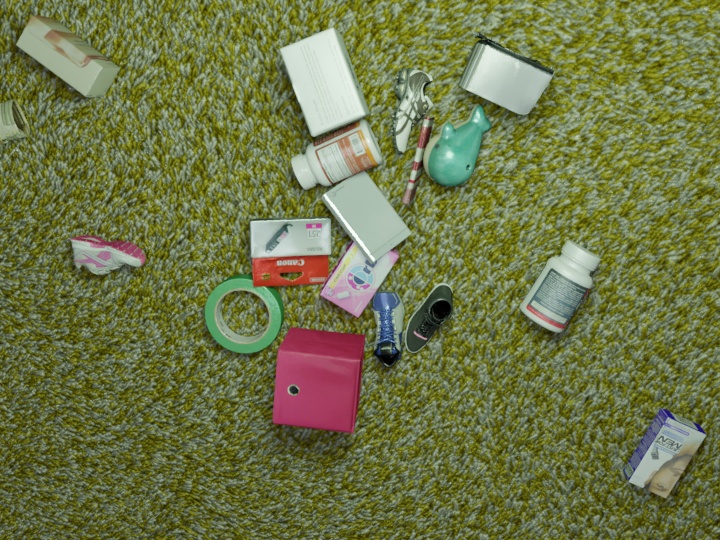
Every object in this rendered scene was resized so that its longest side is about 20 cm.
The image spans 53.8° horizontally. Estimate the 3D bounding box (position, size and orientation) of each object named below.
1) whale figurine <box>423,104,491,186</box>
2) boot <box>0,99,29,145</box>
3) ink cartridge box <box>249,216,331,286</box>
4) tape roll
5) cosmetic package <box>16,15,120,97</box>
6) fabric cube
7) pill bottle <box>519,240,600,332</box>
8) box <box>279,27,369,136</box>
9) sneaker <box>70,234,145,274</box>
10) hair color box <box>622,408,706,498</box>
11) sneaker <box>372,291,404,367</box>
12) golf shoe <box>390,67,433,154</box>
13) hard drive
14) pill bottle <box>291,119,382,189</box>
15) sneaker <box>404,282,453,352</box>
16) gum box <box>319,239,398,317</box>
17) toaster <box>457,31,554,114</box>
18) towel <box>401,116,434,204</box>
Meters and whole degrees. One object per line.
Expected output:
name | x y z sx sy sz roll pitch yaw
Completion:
whale figurine | 0.238 -0.282 1.638 0.200 0.104 0.159 -48 136 -4
boot | -0.905 -0.319 1.777 0.154 0.072 0.201 -8 102 5
ink cartridge box | -0.172 -0.043 1.758 0.199 0.044 0.174 -3 103 -10
tape roll | -0.298 0.112 1.831 0.200 0.048 0.201 1 103 6
cosmetic package | -0.694 -0.509 1.693 0.200 0.103 0.087 37 105 -5
fabric cube | -0.099 0.269 1.771 0.199 0.200 0.197 7 103 3
pill bottle | 0.482 0.036 1.699 0.119 0.120 0.200 29 105 -2
box | -0.075 -0.421 1.603 0.130 0.200 0.199 -19 101 8
sneaker | -0.645 -0.031 1.819 0.199 0.081 0.088 12 106 11
hair color box | 0.770 0.464 1.803 0.109 0.065 0.200 24 106 -1
sneaker | 0.072 0.156 1.770 0.080 0.115 0.200 -4 103 5
golf shoe | 0.121 -0.368 1.660 0.094 0.078 0.201 7 105 4
hard drive | 0.016 -0.131 1.703 0.132 0.027 0.200 -37 88 -24
pill bottle | -0.057 -0.268 1.683 0.200 0.112 0.112 -22 100 11
sneaker | 0.166 0.129 1.763 0.071 0.099 0.200 28 106 -3
gum box | 0.000 0.000 1.759 0.113 0.066 0.200 31 103 -8
toaster | 0.312 -0.431 1.571 0.200 0.181 0.119 24 106 -1
towel | 0.133 -0.259 1.649 0.023 0.144 0.200 15 105 6
